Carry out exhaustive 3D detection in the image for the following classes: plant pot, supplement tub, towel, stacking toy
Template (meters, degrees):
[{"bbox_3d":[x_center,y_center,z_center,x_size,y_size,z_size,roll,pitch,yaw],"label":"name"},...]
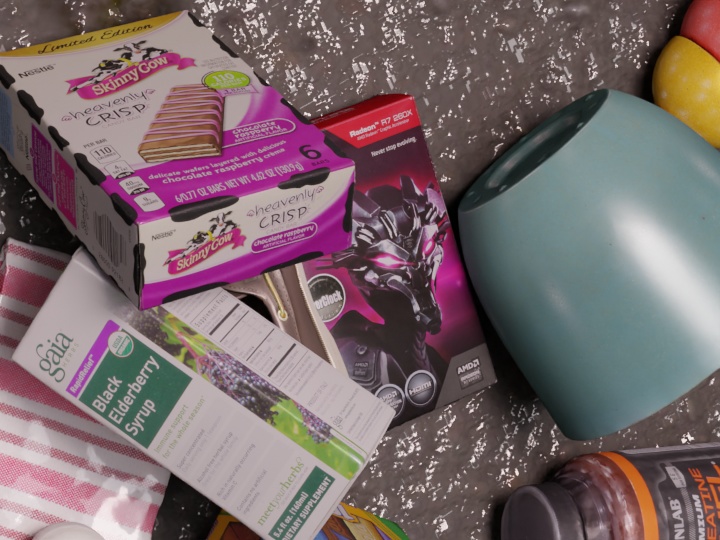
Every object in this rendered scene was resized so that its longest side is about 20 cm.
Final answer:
[{"bbox_3d":[0.158,-0.017,1.356,0.201,0.201,0.161,-44,99,-21],"label":"plant pot"},{"bbox_3d":[0.196,0.172,1.422,0.200,0.107,0.107,-3,92,-28],"label":"supplement tub"},{"bbox_3d":[-0.173,0.096,1.265,0.146,0.030,0.200,20,81,-28],"label":"towel"},{"bbox_3d":[0.248,-0.135,1.454,0.200,0.146,0.146,-39,109,-3],"label":"stacking toy"}]

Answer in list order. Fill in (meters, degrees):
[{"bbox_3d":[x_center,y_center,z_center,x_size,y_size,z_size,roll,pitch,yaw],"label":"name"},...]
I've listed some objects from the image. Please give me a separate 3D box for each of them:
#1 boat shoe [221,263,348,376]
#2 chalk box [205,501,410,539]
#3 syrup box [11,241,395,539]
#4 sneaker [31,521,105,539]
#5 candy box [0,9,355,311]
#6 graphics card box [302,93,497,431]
[{"bbox_3d":[-0.072,0.015,1.279,0.060,0.072,0.200,-34,100,-59],"label":"boat shoe"},{"bbox_3d":[-0.017,0.226,1.240,0.124,0.200,0.125,24,100,-26],"label":"chalk box"},{"bbox_3d":[-0.088,0.065,1.200,0.200,0.081,0.079,35,115,1],"label":"syrup box"},{"bbox_3d":[-0.140,0.240,1.214,0.073,0.085,0.200,-13,85,-25],"label":"sneaker"},{"bbox_3d":[-0.111,-0.069,1.200,0.136,0.200,0.061,-17,129,-28],"label":"candy box"},{"bbox_3d":[0.000,0.000,1.345,0.125,0.051,0.200,-21,102,-27],"label":"graphics card box"}]
